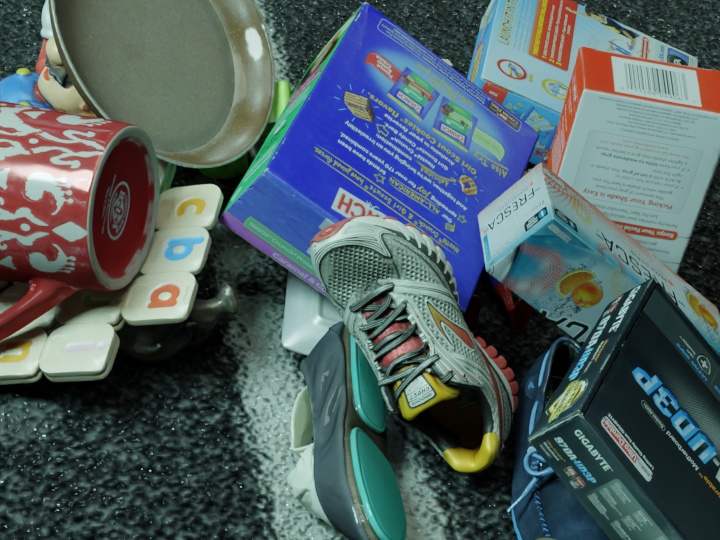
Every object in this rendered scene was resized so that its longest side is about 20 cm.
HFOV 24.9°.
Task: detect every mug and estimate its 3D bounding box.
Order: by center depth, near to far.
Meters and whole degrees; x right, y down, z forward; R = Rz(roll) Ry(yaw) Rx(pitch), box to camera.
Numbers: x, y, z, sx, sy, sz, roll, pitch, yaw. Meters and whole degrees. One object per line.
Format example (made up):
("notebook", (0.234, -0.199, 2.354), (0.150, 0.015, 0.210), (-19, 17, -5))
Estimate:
("mug", (-0.244, -0.033, 1.080), (0.199, 0.178, 0.133), (7, 21, 16))

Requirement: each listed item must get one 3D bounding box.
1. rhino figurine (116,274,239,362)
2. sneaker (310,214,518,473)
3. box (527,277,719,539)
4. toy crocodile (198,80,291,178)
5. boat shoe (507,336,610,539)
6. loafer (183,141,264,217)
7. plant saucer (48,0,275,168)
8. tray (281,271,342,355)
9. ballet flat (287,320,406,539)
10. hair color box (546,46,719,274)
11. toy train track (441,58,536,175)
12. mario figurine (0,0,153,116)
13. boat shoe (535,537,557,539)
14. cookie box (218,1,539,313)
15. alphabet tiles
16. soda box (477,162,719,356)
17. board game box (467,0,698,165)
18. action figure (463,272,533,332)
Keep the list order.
("rhino figurine", (-0.160, -0.009, 1.158), (0.087, 0.060, 0.200), (-24, 46, -13))
("sneaker", (0.039, 0.047, 1.052), (0.200, 0.078, 0.082), (50, 25, -21))
("box", (0.206, 0.125, 1.023), (0.200, 0.046, 0.159), (50, 40, -8))
("toy crocodile", (-0.144, -0.105, 1.237), (0.199, 0.062, 0.068), (-10, 64, 19))
("boat shoe", (0.131, 0.122, 1.067), (0.084, 0.069, 0.200), (2, 39, -13))
("loafer", (-0.109, -0.112, 1.293), (0.073, 0.072, 0.200), (-9, 44, -26))
("plant saucer", (-0.143, -0.163, 1.149), (0.200, 0.032, 0.201), (23, 57, -41))
("tray", (0.000, 0.000, 1.211), (0.107, 0.022, 0.200), (16, 37, -11))
("ballet flat", (-0.013, 0.116, 1.045), (0.073, 0.073, 0.200), (5, 40, -9))
("hair color box", (0.192, -0.059, 1.205), (0.110, 0.200, 0.064), (10, 39, -3))
("toy train track", (0.111, -0.134, 1.415), (0.114, 0.033, 0.200), (-12, 45, -28))
("mario figurine", (-0.244, -0.133, 1.189), (0.199, 0.124, 0.106), (-22, -2, 13))
("boat shoe", (0.162, 0.233, 0.945), (0.200, 0.072, 0.068), (23, 42, 29))
("cookie box", (0.018, -0.068, 1.169), (0.171, 0.075, 0.200), (36, 47, -9))
("alphabet tiles", (-0.192, -0.005, 1.114), (0.195, 0.015, 0.200), (-5, 47, 19))
("soda box", (0.173, 0.015, 1.143), (0.200, 0.064, 0.069), (36, 29, -26))
("board game box", (0.192, -0.155, 1.414), (0.195, 0.056, 0.200), (24, 37, -5))
("action figure", (0.085, -0.034, 1.273), (0.065, 0.052, 0.200), (-3, 38, -11))
